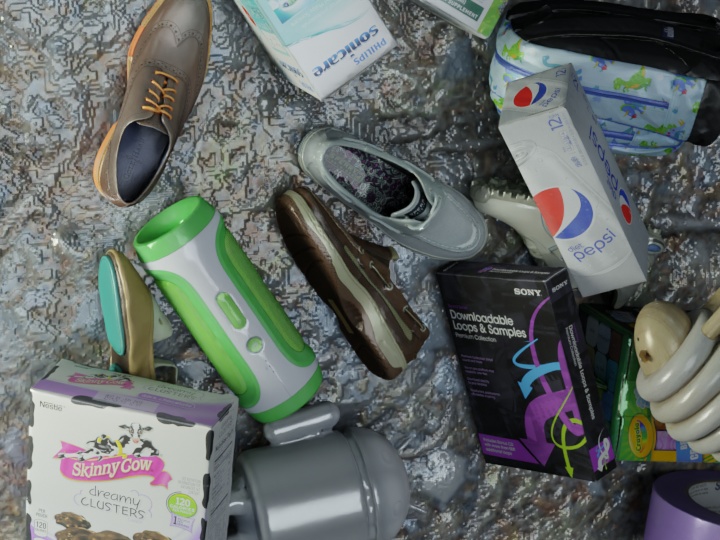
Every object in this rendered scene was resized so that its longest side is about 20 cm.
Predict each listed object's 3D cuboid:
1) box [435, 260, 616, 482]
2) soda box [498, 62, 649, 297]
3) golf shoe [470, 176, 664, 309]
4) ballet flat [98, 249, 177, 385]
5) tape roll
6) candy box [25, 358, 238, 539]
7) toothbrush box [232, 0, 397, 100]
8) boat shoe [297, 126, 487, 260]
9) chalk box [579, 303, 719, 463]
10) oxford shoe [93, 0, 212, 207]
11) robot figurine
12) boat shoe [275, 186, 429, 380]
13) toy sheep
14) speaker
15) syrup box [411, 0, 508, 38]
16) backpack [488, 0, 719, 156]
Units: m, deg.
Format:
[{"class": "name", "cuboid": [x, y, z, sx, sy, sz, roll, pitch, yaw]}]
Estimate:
[{"class": "box", "cuboid": [0.150, 0.090, 1.720, 0.036, 0.142, 0.201, -27, 110, -37]}, {"class": "soda box", "cuboid": [0.187, -0.075, 1.626, 0.063, 0.068, 0.201, -14, 126, 22]}, {"class": "golf shoe", "cuboid": [0.183, -0.022, 1.738, 0.199, 0.078, 0.098, 19, 100, -19]}, {"class": "ballet flat", "cuboid": [-0.194, 0.072, 1.659, 0.063, 0.069, 0.201, -9, 114, -23]}, {"class": "tape roll", "cuboid": [0.370, 0.261, 1.793, 0.199, 0.200, 0.086, 6, 101, -17]}, {"class": "candy box", "cuboid": [-0.200, 0.194, 1.623, 0.167, 0.072, 0.201, 11, 112, 13]}, {"class": "toothbrush box", "cuboid": [-0.070, -0.254, 1.572, 0.085, 0.146, 0.200, -37, 111, -5]}, {"class": "boat shoe", "cuboid": [0.035, -0.062, 1.686, 0.200, 0.071, 0.070, 29, 93, -20]}, {"class": "chalk box", "cuboid": [0.269, 0.106, 1.768, 0.199, 0.125, 0.125, 3, 102, -16]}, {"class": "oxford shoe", "cuboid": [-0.168, -0.147, 1.605, 0.071, 0.073, 0.201, 16, 97, -19]}, {"class": "robot figurine", "cuboid": [-0.040, 0.206, 1.704, 0.199, 0.113, 0.171, -11, 101, -13]}, {"class": "boat shoe", "cuboid": [-0.003, -0.001, 1.697, 0.075, 0.075, 0.203, -39, 117, -19]}, {"class": "toy sheep", "cuboid": [0.319, 0.100, 1.648, 0.200, 0.138, 0.138, 41, 89, -4]}, {"class": "speaker", "cuboid": [-0.115, 0.035, 1.657, 0.088, 0.088, 0.201, -36, 110, -6]}, {"class": "syrup box", "cuboid": [0.115, -0.313, 1.647, 0.078, 0.081, 0.201, 27, 95, -21]}, {"class": "backpack", "cuboid": [0.214, -0.175, 1.671, 0.199, 0.164, 0.154, 18, 122, -12]}]
